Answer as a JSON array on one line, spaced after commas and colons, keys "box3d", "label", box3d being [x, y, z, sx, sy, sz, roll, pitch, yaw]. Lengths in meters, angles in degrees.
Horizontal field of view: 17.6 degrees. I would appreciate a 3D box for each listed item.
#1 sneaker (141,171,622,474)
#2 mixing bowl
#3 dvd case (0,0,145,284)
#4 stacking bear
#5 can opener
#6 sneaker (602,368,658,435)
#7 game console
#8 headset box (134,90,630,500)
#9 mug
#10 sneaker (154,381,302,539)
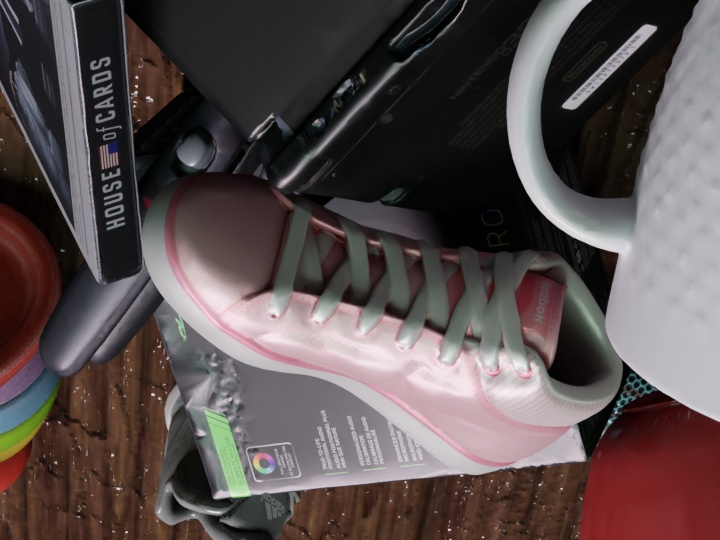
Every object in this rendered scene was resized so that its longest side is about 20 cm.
[{"box3d": [0.019, 0.009, 0.911, 0.200, 0.076, 0.105, 32, 145, -27], "label": "sneaker"}, {"box3d": [0.178, 0.099, 1.036, 0.200, 0.200, 0.109, -16, 90, 30], "label": "mixing bowl"}, {"box3d": [-0.134, -0.114, 0.939, 0.025, 0.200, 0.151, -18, 140, -17], "label": "dvd case"}, {"box3d": [-0.210, 0.057, 1.203, 0.113, 0.122, 0.200, -19, 154, -18], "label": "stacking bear"}, {"box3d": [-0.071, -0.029, 0.966, 0.200, 0.063, 0.079, -46, 69, 19], "label": "can opener"}, {"box3d": [0.144, 0.047, 1.135, 0.199, 0.078, 0.091, 23, 122, -15], "label": "sneaker"}, {"box3d": [0.028, -0.129, 0.864, 0.175, 0.117, 0.200, 7, 139, -43], "label": "game console"}, {"box3d": [0.000, 0.000, 1.050, 0.199, 0.093, 0.175, -7, 111, 23], "label": "headset box"}, {"box3d": [0.150, -0.050, 0.819, 0.199, 0.148, 0.176, 11, 112, 0], "label": "mug"}, {"box3d": [-0.021, 0.095, 1.184, 0.199, 0.116, 0.075, -17, 130, 31], "label": "sneaker"}]
